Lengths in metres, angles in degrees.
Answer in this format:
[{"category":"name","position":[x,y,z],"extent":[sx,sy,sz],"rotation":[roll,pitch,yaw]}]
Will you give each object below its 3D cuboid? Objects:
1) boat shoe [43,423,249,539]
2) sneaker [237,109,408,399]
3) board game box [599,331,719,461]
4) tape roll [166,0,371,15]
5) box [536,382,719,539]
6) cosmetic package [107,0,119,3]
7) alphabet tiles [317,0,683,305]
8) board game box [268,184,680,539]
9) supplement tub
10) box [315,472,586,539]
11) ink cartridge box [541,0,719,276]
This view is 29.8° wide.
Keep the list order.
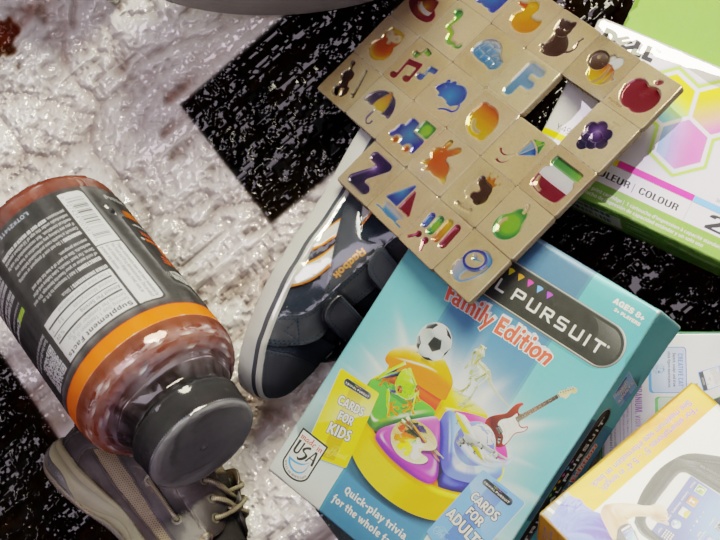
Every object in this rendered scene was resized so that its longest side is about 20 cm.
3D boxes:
[{"category":"boat shoe","position":[-0.109,0.151,0.845],"extent":[0.200,0.074,0.073],"rotation":[36,92,14]},{"category":"sneaker","position":[0.000,0.000,0.838],"extent":[0.079,0.078,0.200],"rotation":[28,88,21]},{"category":"board game box","position":[0.240,0.111,0.785],"extent":[0.200,0.040,0.153],"rotation":[0,82,13]},{"category":"tape roll","position":[-0.046,-0.219,0.816],"extent":[0.200,0.200,0.066],"rotation":[-7,80,12]},{"category":"box","position":[0.202,0.164,0.695],"extent":[0.119,0.042,0.200],"rotation":[-37,59,-17]},{"category":"cosmetic package","position":[-0.245,-0.272,0.929],"extent":[0.200,0.087,0.104],"rotation":[22,89,15]},{"category":"alphabet tiles","position":[0.063,-0.095,0.800],"extent":[0.167,0.008,0.200],"rotation":[-45,51,0]},{"category":"board game box","position":[0.061,0.074,0.771],"extent":[0.151,0.047,0.200],"rotation":[34,93,30]},{"category":"supplement tub","position":[-0.148,0.039,0.831],"extent":[0.107,0.107,0.200],"rotation":[-45,60,4]},{"category":"box","position":[0.082,0.167,0.785],"extent":[0.137,0.038,0.200],"rotation":[-46,61,11]},{"category":"ink cartridge box","position":[0.208,-0.112,0.806],"extent":[0.148,0.076,0.200],"rotation":[26,90,15]}]
